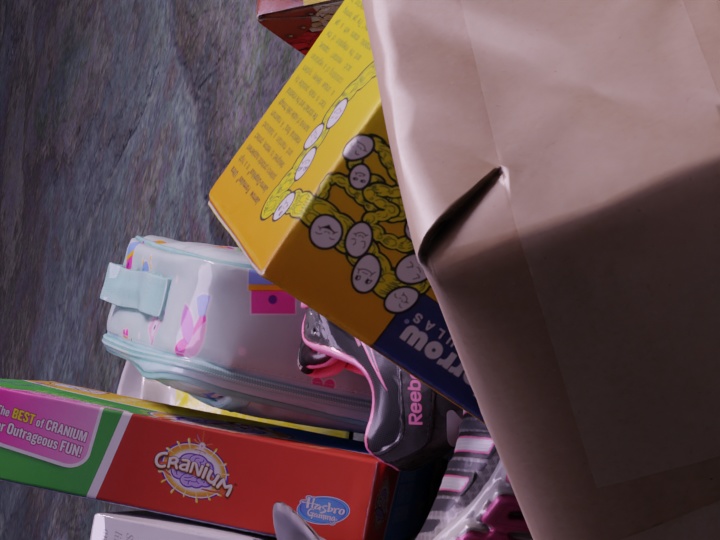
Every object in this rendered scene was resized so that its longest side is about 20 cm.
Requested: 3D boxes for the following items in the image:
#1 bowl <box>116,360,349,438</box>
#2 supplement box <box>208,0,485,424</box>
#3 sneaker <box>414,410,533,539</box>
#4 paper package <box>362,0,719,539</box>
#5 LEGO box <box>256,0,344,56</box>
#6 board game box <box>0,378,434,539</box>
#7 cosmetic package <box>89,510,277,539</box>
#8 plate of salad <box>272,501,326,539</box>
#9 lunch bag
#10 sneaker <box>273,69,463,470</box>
[{"bbox_3d":[-0.085,0.091,1.323,0.200,0.107,0.201,-170,90,-74],"label":"bowl"},{"bbox_3d":[0.052,-0.064,0.824,0.200,0.109,0.110,-55,20,5],"label":"supplement box"},{"bbox_3d":[0.066,0.071,0.888,0.088,0.074,0.200,-96,24,-54],"label":"sneaker"},{"bbox_3d":[0.080,0.001,0.661,0.191,0.103,0.200,-101,-10,-52],"label":"paper package"},{"bbox_3d":[0.023,-0.183,1.006,0.077,0.149,0.201,-8,71,26],"label":"LEGO box"},{"bbox_3d":[-0.076,0.087,1.047,0.153,0.199,0.040,18,-98,-79],"label":"board game box"},{"bbox_3d":[-0.056,0.169,1.052,0.200,0.081,0.113,19,-99,-69],"label":"cosmetic package"},{"bbox_3d":[0.006,0.185,0.902,0.200,0.048,0.200,59,167,22],"label":"plate of salad"},{"bbox_3d":[-0.043,0.032,1.118,0.200,0.160,0.077,-173,93,-73],"label":"lunch bag"},{"bbox_3d":[0.000,0.000,0.989,0.095,0.079,0.200,-38,59,16],"label":"sneaker"}]
